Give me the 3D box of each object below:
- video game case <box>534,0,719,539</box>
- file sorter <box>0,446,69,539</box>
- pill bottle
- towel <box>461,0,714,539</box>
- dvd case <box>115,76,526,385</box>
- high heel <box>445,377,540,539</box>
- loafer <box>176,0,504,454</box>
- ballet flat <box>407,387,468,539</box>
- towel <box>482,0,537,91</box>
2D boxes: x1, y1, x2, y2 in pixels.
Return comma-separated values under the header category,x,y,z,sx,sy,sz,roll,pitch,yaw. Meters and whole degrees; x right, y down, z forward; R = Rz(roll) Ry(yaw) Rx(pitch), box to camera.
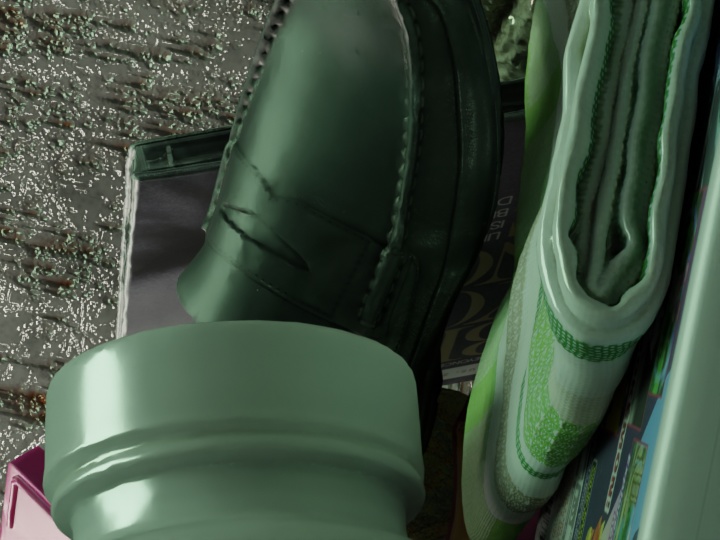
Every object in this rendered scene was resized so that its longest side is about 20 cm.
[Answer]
category,x,y,z,sx,sy,sz,roll,pitch,yaw
video game case,0.065,0.017,0.606,0.182,0.023,0.201,-169,90,-89
file sorter,-0.041,0.143,1.011,0.125,0.139,0.201,-32,-28,-34
pill bottle,-0.024,0.120,0.653,0.120,0.119,0.201,105,163,-67
towel,0.046,-0.027,0.640,0.200,0.031,0.150,106,176,-72
dvd case,0.000,0.000,0.863,0.200,0.148,0.016,105,152,-66
high heel,0.008,0.085,0.748,0.067,0.096,0.201,116,165,-69
loafer,-0.011,-0.001,0.737,0.070,0.068,0.201,-29,-38,-38
ballet flat,0.019,0.136,0.819,0.071,0.070,0.201,-103,24,-86
towel,0.068,-0.130,0.756,0.200,0.034,0.133,109,-175,-71
